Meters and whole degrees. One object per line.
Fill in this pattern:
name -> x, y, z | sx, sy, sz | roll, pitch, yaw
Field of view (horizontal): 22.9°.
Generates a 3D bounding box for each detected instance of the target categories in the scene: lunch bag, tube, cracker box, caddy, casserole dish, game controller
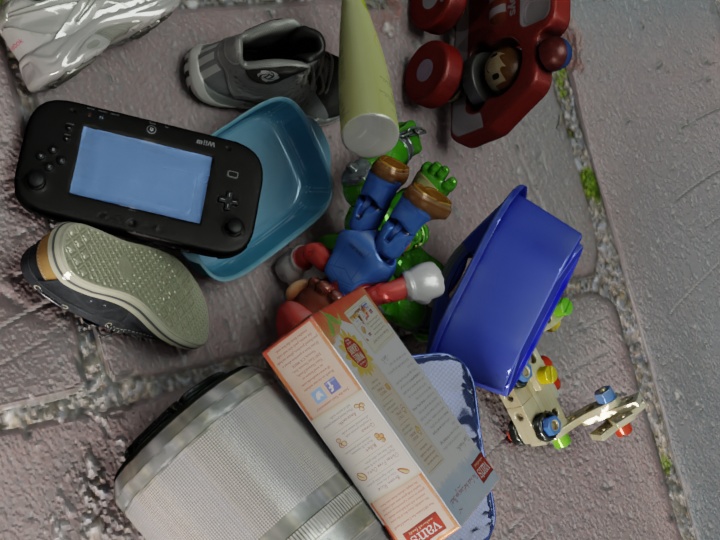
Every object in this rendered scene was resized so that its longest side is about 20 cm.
lunch bag -> 0.023, 0.163, 1.551 | 0.135, 0.132, 0.201 | -2, 76, -22
tube -> 0.002, -0.184, 1.579 | 0.052, 0.058, 0.200 | 21, 38, -23
cracker box -> 0.019, 0.118, 1.415 | 0.200, 0.058, 0.134 | 54, 19, 3
caddy -> 0.123, 0.020, 1.628 | 0.105, 0.141, 0.201 | 26, 86, 12
casserole dish -> -0.104, -0.071, 1.563 | 0.200, 0.039, 0.121 | -39, 112, -39
game controller -> -0.181, -0.075, 1.459 | 0.199, 0.042, 0.105 | 13, 74, -11

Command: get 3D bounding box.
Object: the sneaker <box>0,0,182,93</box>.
sneaker -> -0.224, -0.234, 1.499 | 0.200, 0.078, 0.100 | -39, 99, -42

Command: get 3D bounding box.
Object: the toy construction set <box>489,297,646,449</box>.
toy construction set -> 0.185, 0.097, 1.746 | 0.200, 0.092, 0.131 | 52, 49, -2

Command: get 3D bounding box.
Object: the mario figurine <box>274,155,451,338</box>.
mario figurine -> 0.000, 0.000, 1.567 | 0.106, 0.200, 0.124 | 26, 16, -29

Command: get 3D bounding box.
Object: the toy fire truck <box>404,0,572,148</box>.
toy fire truck -> 0.140, -0.229, 1.748 | 0.112, 0.168, 0.201 | 19, 64, -35

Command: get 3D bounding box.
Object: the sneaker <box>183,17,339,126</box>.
sneaker -> -0.050, -0.181, 1.603 | 0.199, 0.115, 0.075 | -1, 77, -41

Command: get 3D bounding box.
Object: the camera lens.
camera lens -> -0.084, 0.189, 1.399 | 0.200, 0.160, 0.160 | 49, 48, 8

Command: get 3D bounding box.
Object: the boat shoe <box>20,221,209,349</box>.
boat shoe -> -0.197, 0.016, 1.453 | 0.200, 0.062, 0.075 | 29, 53, -49

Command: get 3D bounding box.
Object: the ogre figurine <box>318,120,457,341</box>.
ogre figurine -> 0.029, -0.031, 1.644 | 0.120, 0.098, 0.201 | -13, 118, -54
